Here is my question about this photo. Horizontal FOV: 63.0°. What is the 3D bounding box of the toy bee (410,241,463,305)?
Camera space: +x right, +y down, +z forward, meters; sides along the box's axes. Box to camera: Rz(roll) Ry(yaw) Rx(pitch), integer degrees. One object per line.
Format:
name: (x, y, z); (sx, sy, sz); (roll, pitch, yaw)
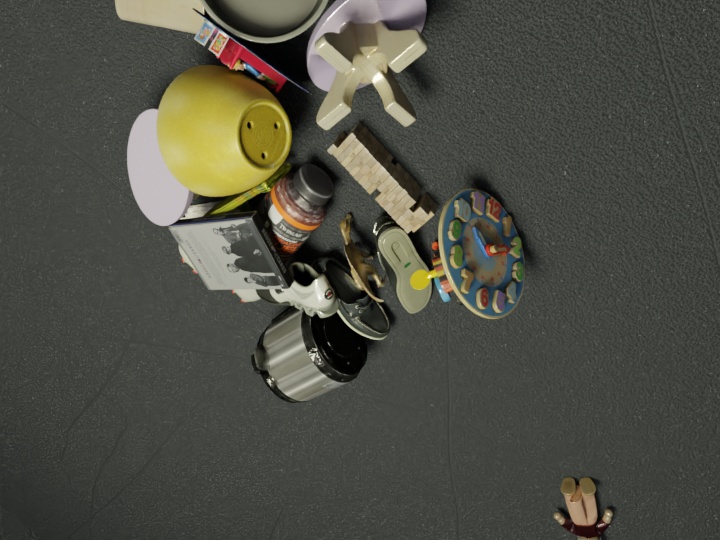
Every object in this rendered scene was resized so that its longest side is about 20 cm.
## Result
toy bee: (0.141, -0.004, 0.980); (0.200, 0.129, 0.110); (101, 147, -73)

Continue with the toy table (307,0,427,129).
toy table: (0.009, -0.290, 0.803); (0.181, 0.119, 0.200); (18, 139, -32)

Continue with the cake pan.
cake pan: (-0.133, -0.416, 0.803); (0.196, 0.037, 0.205); (-1, 101, -7)

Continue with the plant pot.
plant pot: (-0.185, -0.208, 0.892); (0.140, 0.199, 0.203); (14, 131, 42)

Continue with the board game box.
board game box: (-0.167, -0.307, 0.869); (0.198, 0.158, 0.039); (36, 102, -5)

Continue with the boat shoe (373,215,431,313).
boat shoe: (0.075, -0.009, 1.046); (0.071, 0.068, 0.202); (-30, 127, -6)

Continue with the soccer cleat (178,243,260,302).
soccer cleat: (-0.262, -0.009, 1.149); (0.077, 0.070, 0.199); (-28, 128, 32)

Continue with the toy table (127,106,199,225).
toy table: (-0.319, -0.193, 1.023); (0.182, 0.117, 0.202); (30, 124, 7)

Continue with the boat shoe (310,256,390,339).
boat shoe: (-0.009, 0.048, 1.097); (0.200, 0.074, 0.066); (50, 147, -4)

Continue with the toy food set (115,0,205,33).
toy food set: (-0.294, -0.466, 0.884); (0.140, 0.061, 0.203); (11, 128, -1)

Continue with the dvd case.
dvd case: (-0.228, -0.029, 1.031); (0.197, 0.025, 0.152); (-1, 129, 32)

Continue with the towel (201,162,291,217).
towel: (-0.206, -0.127, 1.019); (0.198, 0.086, 0.018); (-21, 111, 36)

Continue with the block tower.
block tower: (0.039, -0.151, 0.962); (0.200, 0.054, 0.058); (43, 126, -11)

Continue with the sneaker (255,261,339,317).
sneaker: (-0.124, 0.018, 1.081); (0.197, 0.074, 0.090); (10, 126, 37)

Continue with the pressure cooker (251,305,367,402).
pressure cooker: (-0.108, 0.162, 1.150); (0.199, 0.180, 0.176); (-31, 111, 33)

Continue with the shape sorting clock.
shape sorting clock: (0.191, -0.028, 0.896); (0.039, 0.201, 0.201); (-23, 113, 46)

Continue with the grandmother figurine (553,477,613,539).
grandmother figurine: (0.475, 0.531, 1.251); (0.119, 0.061, 0.203); (-6, 118, 34)

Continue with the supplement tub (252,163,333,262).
supplement tub: (-0.129, -0.095, 1.030); (0.107, 0.107, 0.200); (40, 127, -9)

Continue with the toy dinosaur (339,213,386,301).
toy dinosaur: (0.000, 0.000, 1.016); (0.058, 0.202, 0.101); (-29, 145, 11)

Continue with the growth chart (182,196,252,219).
growth chart: (-0.276, -0.076, 1.157); (0.197, 0.018, 0.147); (-9, 119, 27)
